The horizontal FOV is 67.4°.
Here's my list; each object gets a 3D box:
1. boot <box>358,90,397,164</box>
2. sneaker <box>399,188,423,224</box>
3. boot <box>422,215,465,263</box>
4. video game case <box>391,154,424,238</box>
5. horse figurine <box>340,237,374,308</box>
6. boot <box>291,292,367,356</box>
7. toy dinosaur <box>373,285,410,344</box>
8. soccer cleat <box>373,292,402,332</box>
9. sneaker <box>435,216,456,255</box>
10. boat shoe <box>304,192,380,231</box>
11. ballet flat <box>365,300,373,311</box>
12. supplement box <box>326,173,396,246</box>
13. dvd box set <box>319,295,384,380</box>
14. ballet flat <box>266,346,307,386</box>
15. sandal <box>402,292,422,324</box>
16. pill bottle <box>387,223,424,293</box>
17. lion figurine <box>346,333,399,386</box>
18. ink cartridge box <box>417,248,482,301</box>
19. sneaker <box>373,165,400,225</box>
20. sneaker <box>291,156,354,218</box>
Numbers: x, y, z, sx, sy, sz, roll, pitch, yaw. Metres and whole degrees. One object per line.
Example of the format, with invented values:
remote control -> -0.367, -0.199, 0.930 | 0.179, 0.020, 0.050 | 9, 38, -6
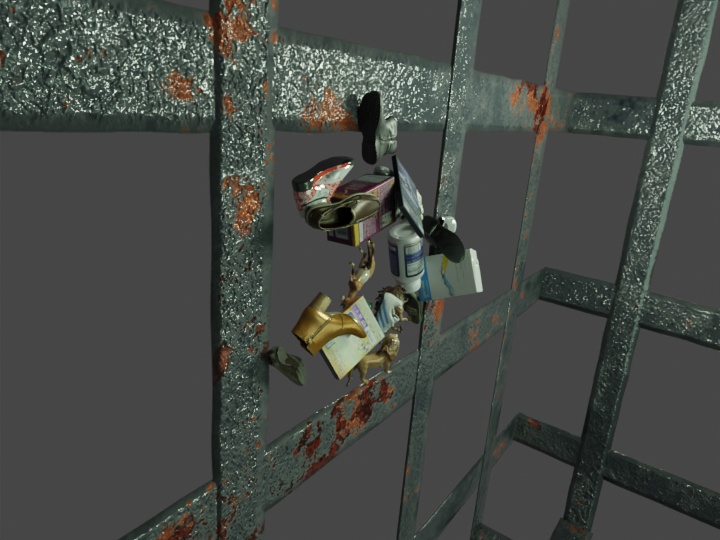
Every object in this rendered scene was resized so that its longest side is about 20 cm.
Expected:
boot -> 0.054, -0.401, 1.471 | 0.131, 0.069, 0.203 | -42, 146, -44
sneaker -> 0.151, -0.200, 1.654 | 0.200, 0.074, 0.089 | -71, 152, -71
boot -> 0.254, -0.098, 1.735 | 0.069, 0.200, 0.174 | -42, 173, -1
video game case -> 0.133, -0.208, 1.515 | 0.143, 0.019, 0.203 | 48, 28, -46
horse figurine -> 0.000, 0.000, 1.554 | 0.201, 0.049, 0.134 | -59, 157, -33
boot -> -0.085, 0.170, 1.448 | 0.201, 0.070, 0.145 | 41, 72, -25
toy dinosaur -> 0.085, 0.128, 1.713 | 0.134, 0.086, 0.201 | 29, 100, -34
soccer cleat -> 0.067, 0.165, 1.655 | 0.070, 0.085, 0.203 | -70, 180, -66
sneaker -> 0.284, -0.099, 1.941 | 0.115, 0.074, 0.205 | 5, 89, -52
boat shoe -> -0.029, -0.131, 1.285 | 0.199, 0.075, 0.076 | -19, 120, -25
ballet flat -> -0.012, 0.187, 1.615 | 0.076, 0.067, 0.202 | 72, 41, -64
supplement box -> 0.001, -0.166, 1.442 | 0.199, 0.102, 0.133 | -33, 127, -45
dvd box set -> -0.032, 0.189, 1.535 | 0.199, 0.029, 0.148 | -40, 109, -31
ballet flat -> -0.189, 0.247, 1.390 | 0.200, 0.045, 0.069 | 55, 27, -57
sandal -> 0.168, 0.126, 1.849 | 0.057, 0.079, 0.203 | -41, 137, -20
pill bottle -> 0.146, -0.035, 1.711 | 0.111, 0.110, 0.203 | -39, 134, -41
lion figurine -> 0.038, 0.276, 1.662 | 0.198, 0.072, 0.124 | -25, 136, -30
ink cartridge box -> 0.298, 0.016, 1.821 | 0.147, 0.196, 0.148 | 1, 80, -70
sneaker -> 0.072, -0.206, 1.554 | 0.082, 0.074, 0.202 | -55, 144, -36
sneaker -> -0.087, -0.202, 1.330 | 0.201, 0.066, 0.110 | -37, 133, -39
